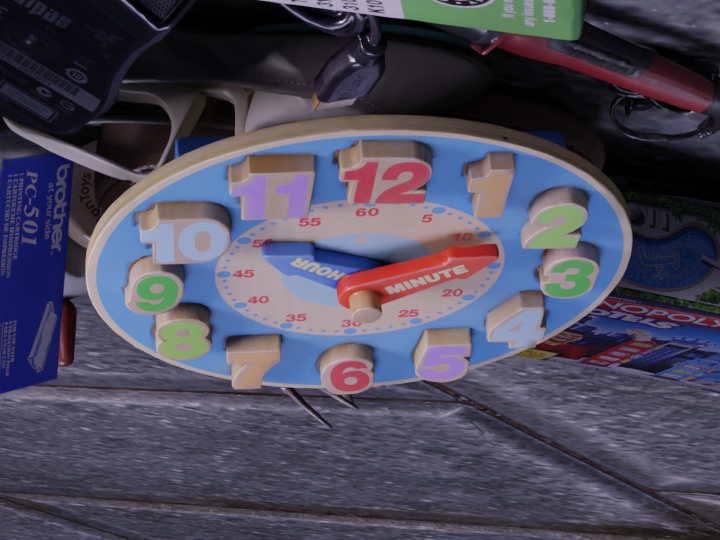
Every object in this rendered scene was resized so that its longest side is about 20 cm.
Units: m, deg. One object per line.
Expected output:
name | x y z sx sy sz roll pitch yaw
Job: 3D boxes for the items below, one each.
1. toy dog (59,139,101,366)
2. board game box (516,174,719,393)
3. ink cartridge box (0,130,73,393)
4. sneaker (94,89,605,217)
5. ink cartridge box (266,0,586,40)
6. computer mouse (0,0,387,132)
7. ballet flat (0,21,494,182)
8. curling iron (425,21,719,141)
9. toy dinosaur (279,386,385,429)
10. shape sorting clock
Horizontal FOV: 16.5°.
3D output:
toy dog | -0.185 -0.017 1.089 0.198 0.097 0.132 8 167 4
board game box | 0.151 0.002 1.024 0.199 0.062 0.200 11 166 -15
ink cartridge box | -0.202 -0.022 0.978 0.199 0.095 0.044 17 -163 33
sneaker | -0.006 -0.031 0.961 0.199 0.076 0.070 6 166 13
ink cartridge box | -0.041 -0.125 0.570 0.198 0.085 0.145 8 167 7
computer mouse | -0.063 -0.089 0.797 0.140 0.046 0.200 27 154 -10
ballet flat | -0.052 -0.059 0.898 0.198 0.064 0.067 7 166 6
curling iron | 0.046 -0.080 0.830 0.199 0.026 0.049 17 161 -31
toy dinosaur | -0.053 0.013 1.068 0.199 0.106 0.181 0 171 36
shape sorting clock | 0.000 0.000 0.899 0.198 0.039 0.200 -4 148 -2
